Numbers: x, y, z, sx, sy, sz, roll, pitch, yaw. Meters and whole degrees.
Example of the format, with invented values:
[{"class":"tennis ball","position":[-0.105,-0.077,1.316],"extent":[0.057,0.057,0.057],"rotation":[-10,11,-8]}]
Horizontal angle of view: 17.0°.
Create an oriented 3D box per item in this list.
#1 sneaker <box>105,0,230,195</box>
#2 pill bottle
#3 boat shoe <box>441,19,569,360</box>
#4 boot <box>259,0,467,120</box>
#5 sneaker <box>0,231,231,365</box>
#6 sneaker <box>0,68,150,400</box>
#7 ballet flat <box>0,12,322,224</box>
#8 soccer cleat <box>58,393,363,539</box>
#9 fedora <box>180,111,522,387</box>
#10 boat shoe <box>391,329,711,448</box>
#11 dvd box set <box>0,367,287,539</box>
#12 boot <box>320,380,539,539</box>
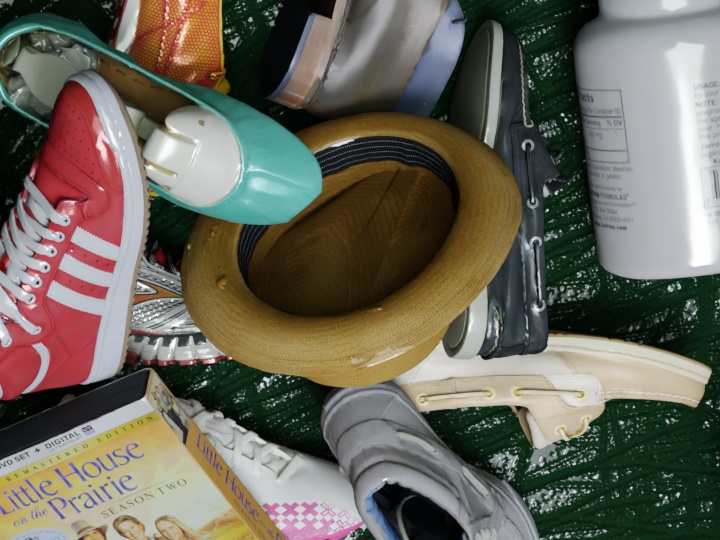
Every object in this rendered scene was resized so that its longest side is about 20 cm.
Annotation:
[{"class":"sneaker","position":[-0.103,-0.139,1.360],"extent":[0.077,0.073,0.201],"rotation":[16,107,-12]},{"class":"pill bottle","position":[0.182,-0.104,1.390],"extent":[0.114,0.114,0.201],"rotation":[-10,101,-8]},{"class":"boat shoe","position":[0.088,-0.044,1.387],"extent":[0.066,0.075,0.200],"rotation":[8,69,-16]},{"class":"boot","position":[0.025,-0.173,1.379],"extent":[0.097,0.075,0.201],"rotation":[22,105,-22]},{"class":"sneaker","position":[-0.125,0.011,1.373],"extent":[0.199,0.078,0.083],"rotation":[-1,98,-10]},{"class":"sneaker","position":[-0.175,-0.008,1.247],"extent":[0.112,0.071,0.201],"rotation":[-16,135,-28]},{"class":"ballet flat","position":[-0.118,-0.076,1.291],"extent":[0.199,0.070,0.068],"rotation":[28,106,11]},{"class":"soccer cleat","position":[-0.087,0.113,1.396],"extent":[0.199,0.070,0.087],"rotation":[3,114,-9]},{"class":"fedora","position":[0.000,0.000,1.328],"extent":[0.200,0.201,0.082],"rotation":[-22,134,-6]},{"class":"boat shoe","position":[0.106,0.070,1.424],"extent":[0.199,0.074,0.070],"rotation":[6,86,-2]},{"class":"dvd box set","position":[-0.126,0.155,1.365],"extent":[0.146,0.029,0.200],"rotation":[-23,123,19]},{"class":"boot","position":[0.047,0.150,1.388],"extent":[0.073,0.096,0.200],"rotation":[-35,128,15]}]
